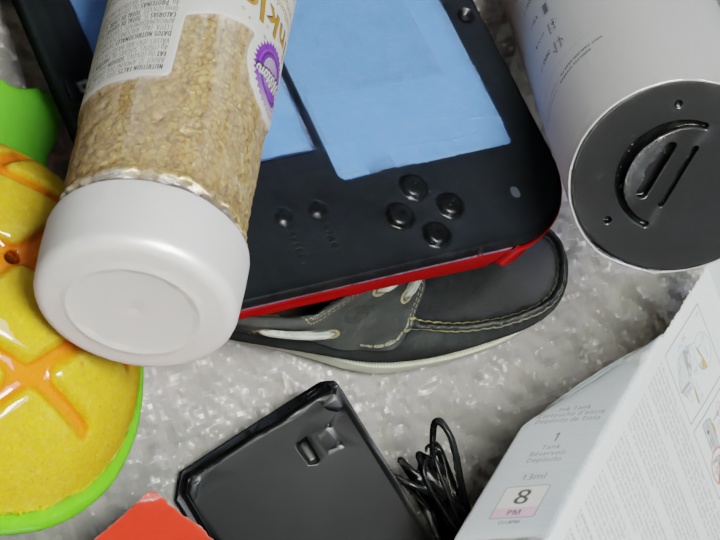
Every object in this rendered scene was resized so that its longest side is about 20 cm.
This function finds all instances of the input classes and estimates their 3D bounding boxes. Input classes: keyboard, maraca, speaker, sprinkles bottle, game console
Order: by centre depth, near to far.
[{"bbox_3d":[-0.061,-0.064,0.939,0.068,0.068,0.200,28,48,-23],"label":"sprinkles bottle"},{"bbox_3d":[-0.144,0.001,0.954,0.137,0.107,0.200,3,59,-35],"label":"maraca"},{"bbox_3d":[-0.032,-0.078,1.020,0.177,0.031,0.200,-10,62,-31],"label":"game console"},{"bbox_3d":[0.101,-0.082,1.041,0.081,0.200,0.081,-3,121,-5],"label":"speaker"},{"bbox_3d":[0.017,0.137,1.069,0.104,0.040,0.200,-31,101,-5],"label":"keyboard"}]

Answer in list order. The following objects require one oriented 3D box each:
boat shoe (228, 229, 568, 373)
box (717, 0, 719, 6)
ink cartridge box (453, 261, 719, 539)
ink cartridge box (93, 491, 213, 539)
[{"bbox_3d":[0.000,0.000,1.052,0.200,0.068,0.072,3,80,-30],"label":"boat shoe"},{"bbox_3d":[0.238,-0.068,1.174,0.176,0.097,0.200,-23,95,-31],"label":"box"},{"bbox_3d":[0.116,0.111,1.086,0.163,0.057,0.200,67,32,-25],"label":"ink cartridge box"},{"bbox_3d":[-0.067,0.156,0.898,0.162,0.050,0.200,37,45,16],"label":"ink cartridge box"}]
